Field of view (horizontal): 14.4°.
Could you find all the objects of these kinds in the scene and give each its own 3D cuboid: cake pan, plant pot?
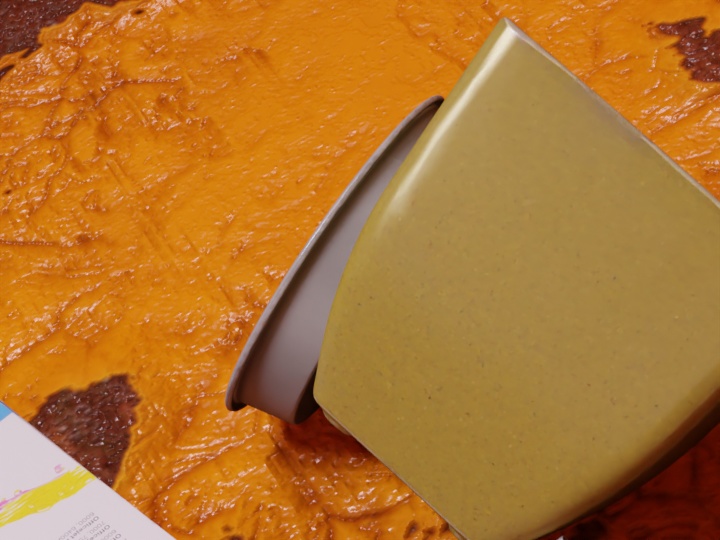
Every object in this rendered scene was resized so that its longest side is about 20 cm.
[{"bbox_3d":[0.000,0.000,1.507,0.037,0.201,0.200,34,59,7],"label":"cake pan"},{"bbox_3d":[0.088,0.025,1.375,0.195,0.194,0.200,43,96,10],"label":"plant pot"}]

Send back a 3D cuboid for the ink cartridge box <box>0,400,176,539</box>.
[{"bbox_3d":[-0.165,0.183,1.395,0.145,0.148,0.200,-39,40,-18],"label":"ink cartridge box"}]

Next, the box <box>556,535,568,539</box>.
[{"bbox_3d":[0.070,0.235,1.260,0.156,0.041,0.200,-40,37,12],"label":"box"}]
